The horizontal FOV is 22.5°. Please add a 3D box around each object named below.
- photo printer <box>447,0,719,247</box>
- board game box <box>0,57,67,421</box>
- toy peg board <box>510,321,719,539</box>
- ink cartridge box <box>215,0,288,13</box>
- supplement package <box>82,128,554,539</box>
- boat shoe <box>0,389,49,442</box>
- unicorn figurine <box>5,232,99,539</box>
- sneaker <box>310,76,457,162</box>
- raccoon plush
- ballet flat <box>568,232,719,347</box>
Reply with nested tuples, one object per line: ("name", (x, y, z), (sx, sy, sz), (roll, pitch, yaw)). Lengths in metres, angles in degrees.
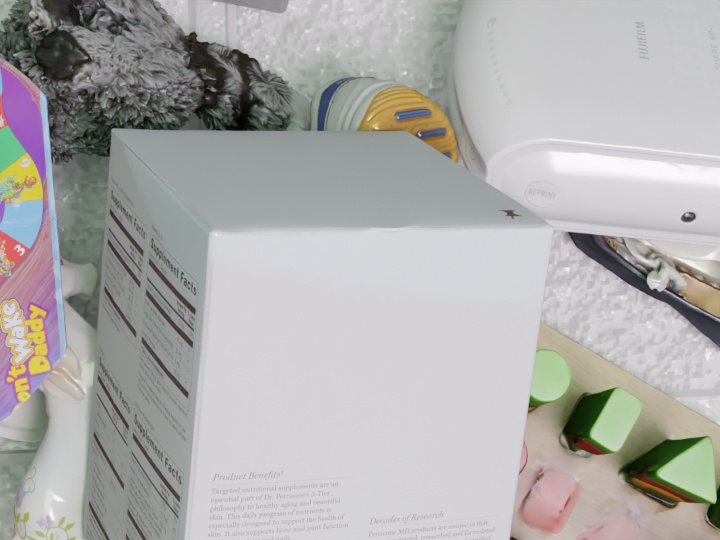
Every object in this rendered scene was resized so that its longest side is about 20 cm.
("photo printer", (0.143, -0.089, 0.911), (0.198, 0.070, 0.167), (6, 46, -3))
("board game box", (-0.218, -0.016, 0.823), (0.156, 0.039, 0.202), (-6, 83, 4))
("toy peg board", (0.108, 0.143, 0.898), (0.199, 0.098, 0.200), (30, 81, 0))
("ink cartridge box", (-0.053, -0.211, 0.877), (0.067, 0.200, 0.117), (11, 82, -3))
("supplement package", (-0.027, 0.054, 0.793), (0.150, 0.151, 0.202), (-1, 109, -23))
("boat shoe", (-0.226, 0.010, 0.905), (0.200, 0.060, 0.074), (40, 71, -14))
("unicorn figurine", (-0.123, 0.073, 0.876), (0.136, 0.074, 0.202), (17, 84, -28))
("sneaker", (0.000, 0.000, 0.923), (0.075, 0.088, 0.202), (1, 107, -30))
("raccoon plush", (-0.134, -0.065, 0.919), (0.199, 0.097, 0.134), (32, 121, -21))
("ballet flat", (0.197, 0.006, 0.938), (0.199, 0.073, 0.073), (29, 81, -1))
